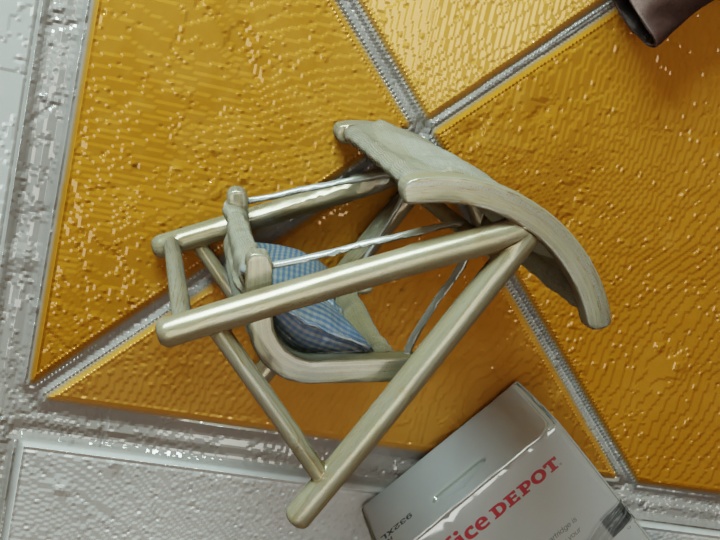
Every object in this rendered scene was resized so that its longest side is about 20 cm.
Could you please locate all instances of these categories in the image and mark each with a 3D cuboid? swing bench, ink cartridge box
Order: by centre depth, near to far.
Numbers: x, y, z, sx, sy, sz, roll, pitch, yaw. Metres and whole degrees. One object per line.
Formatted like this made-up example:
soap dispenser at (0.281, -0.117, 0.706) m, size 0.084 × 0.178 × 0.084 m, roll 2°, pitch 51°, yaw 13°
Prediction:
swing bench at (0.000, 0.000, 0.622) m, size 0.199 × 0.199 × 0.130 m, roll -34°, pitch 108°, yaw -2°
ink cartridge box at (0.119, 0.201, 0.759) m, size 0.145 × 0.084 × 0.200 m, roll -39°, pitch 109°, yaw 1°

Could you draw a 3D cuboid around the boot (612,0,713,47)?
boot at (0.201, -0.256, 0.662) m, size 0.166 × 0.072 × 0.201 m, roll -32°, pitch 112°, yaw -4°
